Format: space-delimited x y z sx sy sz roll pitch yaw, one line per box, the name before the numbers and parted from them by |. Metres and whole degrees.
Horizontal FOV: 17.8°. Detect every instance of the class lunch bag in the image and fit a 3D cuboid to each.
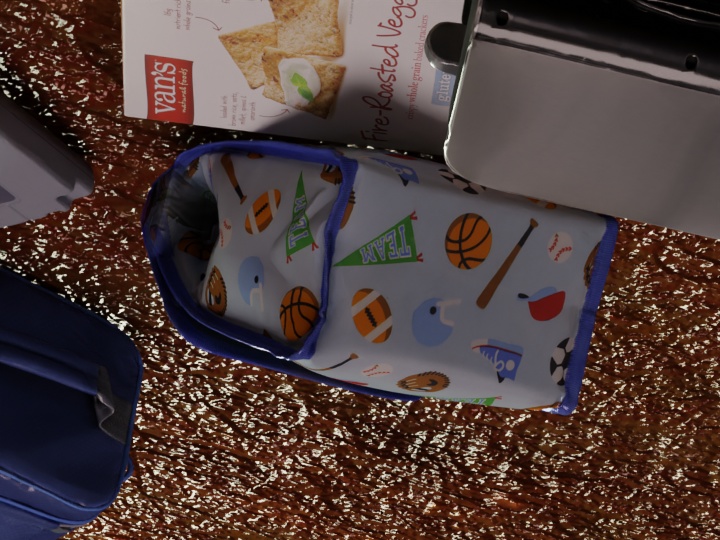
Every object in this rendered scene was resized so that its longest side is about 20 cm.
lunch bag | 0.000 0.000 1.162 0.170 0.124 0.200 14 -178 -32
lunch bag | -0.221 0.080 1.339 0.200 0.136 0.132 26 141 -27

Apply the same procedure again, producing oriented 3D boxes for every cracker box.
cracker box | -0.012 -0.121 1.083 0.199 0.058 0.134 7 146 1

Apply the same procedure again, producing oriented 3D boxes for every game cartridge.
game cartridge | -0.259 -0.056 1.223 0.199 0.041 0.133 -12 154 24

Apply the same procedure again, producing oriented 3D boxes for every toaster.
toaster | 0.134 -0.123 0.953 0.199 0.181 0.119 12 148 -5
